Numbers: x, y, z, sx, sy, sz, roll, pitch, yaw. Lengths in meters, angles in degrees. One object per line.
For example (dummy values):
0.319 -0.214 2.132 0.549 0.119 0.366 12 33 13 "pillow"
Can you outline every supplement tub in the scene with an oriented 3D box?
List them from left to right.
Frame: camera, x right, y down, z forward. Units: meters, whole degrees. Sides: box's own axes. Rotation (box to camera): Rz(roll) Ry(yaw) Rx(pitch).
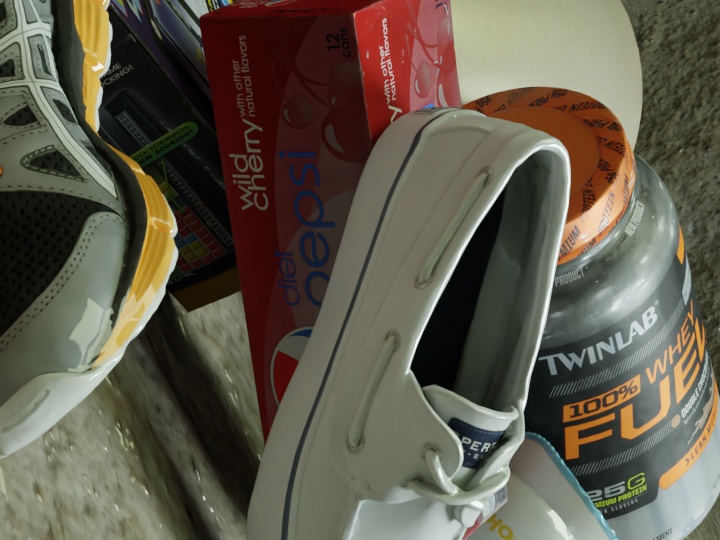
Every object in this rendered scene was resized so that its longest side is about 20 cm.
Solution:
0.087 0.026 1.036 0.123 0.122 0.200 -106 176 -48 "supplement tub"

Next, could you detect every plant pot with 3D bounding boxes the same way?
0.007 -0.087 1.088 0.200 0.187 0.188 6 57 -63 "plant pot"

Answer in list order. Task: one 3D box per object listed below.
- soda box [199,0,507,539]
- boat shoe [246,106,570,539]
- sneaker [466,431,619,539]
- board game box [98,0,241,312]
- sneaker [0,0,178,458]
0.000 0.000 0.832 0.070 0.063 0.201 -31 118 -55 "soda box"
0.018 0.046 0.758 0.073 0.065 0.201 11 90 -41 "boat shoe"
0.039 0.113 0.978 0.077 0.081 0.200 54 -12 1 "sneaker"
-0.097 -0.109 0.870 0.165 0.057 0.200 50 17 -49 "board game box"
-0.104 -0.033 0.605 0.077 0.078 0.200 39 20 -38 "sneaker"
